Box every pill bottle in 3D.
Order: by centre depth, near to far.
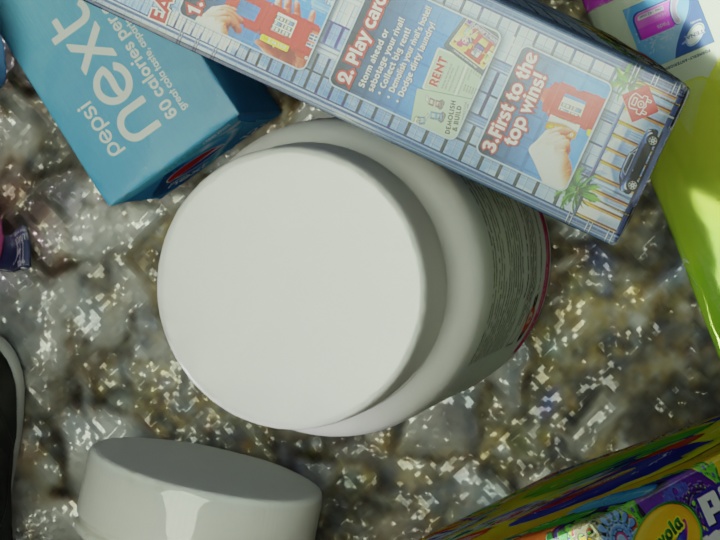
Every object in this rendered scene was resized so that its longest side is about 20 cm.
[{"bbox_3d":[0.000,0.000,0.995,0.113,0.200,0.114,1,94,13],"label":"pill bottle"},{"bbox_3d":[-0.081,0.175,1.070,0.112,0.113,0.201,13,97,13],"label":"pill bottle"}]

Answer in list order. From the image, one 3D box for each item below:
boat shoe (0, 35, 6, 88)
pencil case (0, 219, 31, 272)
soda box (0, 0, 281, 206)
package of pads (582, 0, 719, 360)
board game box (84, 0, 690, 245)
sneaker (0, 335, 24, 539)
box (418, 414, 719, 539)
[{"bbox_3d":[-0.217,-0.139,1.066,0.068,0.084,0.200,-32,77,-31],"label":"boat shoe"},{"bbox_3d":[-0.223,-0.048,1.045,0.090,0.094,0.200,-28,130,23],"label":"pencil case"},{"bbox_3d":[-0.118,-0.128,1.086,0.068,0.064,0.201,-34,86,14],"label":"soda box"},{"bbox_3d":[0.176,-0.080,1.015,0.154,0.068,0.201,-21,89,15],"label":"package of pads"},{"bbox_3d":[-0.006,-0.094,0.959,0.199,0.200,0.062,23,99,-14],"label":"board game box"},{"bbox_3d":[-0.177,0.127,1.099,0.070,0.099,0.201,2,95,12],"label":"sneaker"},{"bbox_3d":[0.095,0.134,0.946,0.192,0.199,0.123,-25,87,44],"label":"box"}]
